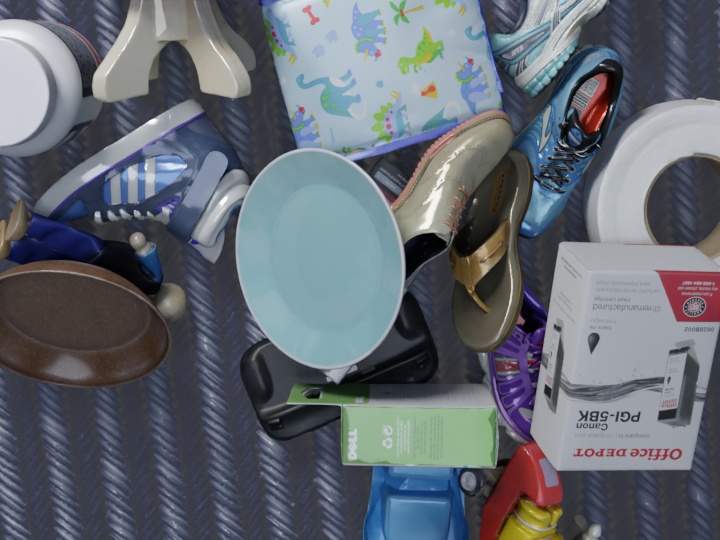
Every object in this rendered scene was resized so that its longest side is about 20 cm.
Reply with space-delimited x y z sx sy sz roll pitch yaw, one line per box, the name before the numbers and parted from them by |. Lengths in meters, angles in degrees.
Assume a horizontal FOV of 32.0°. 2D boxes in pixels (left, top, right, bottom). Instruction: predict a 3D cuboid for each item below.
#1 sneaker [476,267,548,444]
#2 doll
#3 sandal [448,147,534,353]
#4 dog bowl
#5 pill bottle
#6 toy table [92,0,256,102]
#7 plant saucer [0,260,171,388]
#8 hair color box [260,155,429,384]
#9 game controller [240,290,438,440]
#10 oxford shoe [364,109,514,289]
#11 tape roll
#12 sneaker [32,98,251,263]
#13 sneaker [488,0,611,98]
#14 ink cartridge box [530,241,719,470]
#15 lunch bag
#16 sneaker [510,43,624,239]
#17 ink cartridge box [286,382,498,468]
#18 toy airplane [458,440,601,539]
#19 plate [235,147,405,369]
sneaker | 0.162 0.087 1.243 0.080 0.083 0.202 -32 102 -35
doll | -0.257 0.000 1.221 0.198 0.049 0.136 24 137 -29
sandal | 0.118 -0.024 1.199 0.054 0.080 0.204 18 79 -44
dog bowl | 0.059 0.217 1.293 0.109 0.050 0.204 3 99 -3
pill bottle | -0.304 -0.166 1.137 0.117 0.200 0.122 0 100 -2
toy table | -0.172 -0.229 1.155 0.182 0.199 0.119 -15 115 -32
plant saucer | -0.279 0.047 1.213 0.196 0.037 0.202 1 144 0
hair color box | 0.000 0.000 1.230 0.098 0.061 0.201 36 90 1
game controller | -0.022 0.095 1.280 0.197 0.042 0.106 -23 86 2
oxford shoe | 0.077 -0.059 1.154 0.200 0.074 0.071 -48 137 7
tape roll | 0.323 -0.066 1.241 0.198 0.071 0.206 0 100 -1
sneaker | -0.201 -0.057 1.220 0.198 0.081 0.148 -33 95 -2
sneaker | 0.195 -0.270 1.199 0.086 0.078 0.201 34 97 -4
ink cartridge box | 0.251 0.083 1.185 0.144 0.083 0.204 1 109 -12
lunch bag | 0.024 -0.201 1.180 0.197 0.128 0.173 -14 101 11
sneaker | 0.195 -0.125 1.216 0.077 0.090 0.203 23 99 -6
ink cartridge box | 0.030 0.146 1.202 0.196 0.104 0.060 1 97 1
toy airplane | 0.159 0.297 1.234 0.201 0.140 0.201 -51 133 -27
plate | -0.035 -0.011 1.153 0.198 0.025 0.204 8 103 37
